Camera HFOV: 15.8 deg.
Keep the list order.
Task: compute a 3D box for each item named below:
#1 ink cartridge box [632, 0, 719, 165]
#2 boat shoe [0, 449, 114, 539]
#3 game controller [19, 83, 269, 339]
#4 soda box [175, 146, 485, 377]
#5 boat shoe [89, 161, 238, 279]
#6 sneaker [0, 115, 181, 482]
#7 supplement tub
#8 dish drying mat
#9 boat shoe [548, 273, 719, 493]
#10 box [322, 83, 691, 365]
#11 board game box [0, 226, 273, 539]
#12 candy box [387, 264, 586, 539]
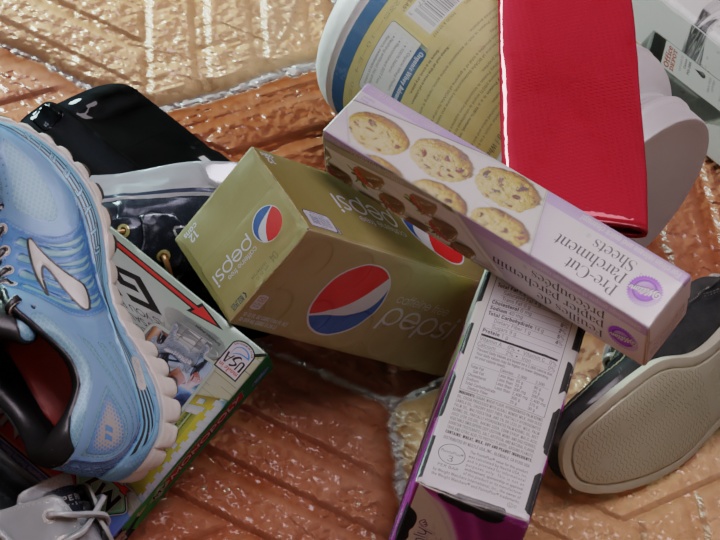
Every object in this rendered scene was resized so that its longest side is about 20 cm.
[{"bbox_3d":[0.257,-0.138,1.638,0.147,0.083,0.200,-28,60,-38],"label":"ink cartridge box"},{"bbox_3d":[-0.157,0.127,1.225,0.201,0.072,0.070,33,17,17],"label":"boat shoe"},{"bbox_3d":[-0.103,-0.036,1.457,0.200,0.042,0.104,39,32,21],"label":"game controller"},{"bbox_3d":[0.000,0.000,1.359,0.200,0.068,0.064,17,30,-50],"label":"soda box"},{"bbox_3d":[-0.120,-0.001,1.364,0.199,0.071,0.091,-3,69,0],"label":"boat shoe"},{"bbox_3d":[-0.160,0.009,1.233,0.090,0.078,0.200,-3,59,-56],"label":"sneaker"},{"bbox_3d":[0.087,-0.097,1.495,0.144,0.145,0.200,-27,59,-37],"label":"supplement tub"},{"bbox_3d":[0.112,-0.096,1.389,0.077,0.018,0.200,7,49,-6],"label":"dish drying mat"},{"bbox_3d":[0.164,0.060,1.429,0.068,0.072,0.200,18,39,41],"label":"boat shoe"},{"bbox_3d":[0.071,-0.025,1.290,0.200,0.039,0.041,33,65,20],"label":"box"},{"bbox_3d":[-0.162,0.035,1.300,0.200,0.029,0.135,38,80,13],"label":"board game box"},{"bbox_3d":[0.061,0.091,1.300,0.061,0.137,0.200,20,42,3],"label":"candy box"}]
